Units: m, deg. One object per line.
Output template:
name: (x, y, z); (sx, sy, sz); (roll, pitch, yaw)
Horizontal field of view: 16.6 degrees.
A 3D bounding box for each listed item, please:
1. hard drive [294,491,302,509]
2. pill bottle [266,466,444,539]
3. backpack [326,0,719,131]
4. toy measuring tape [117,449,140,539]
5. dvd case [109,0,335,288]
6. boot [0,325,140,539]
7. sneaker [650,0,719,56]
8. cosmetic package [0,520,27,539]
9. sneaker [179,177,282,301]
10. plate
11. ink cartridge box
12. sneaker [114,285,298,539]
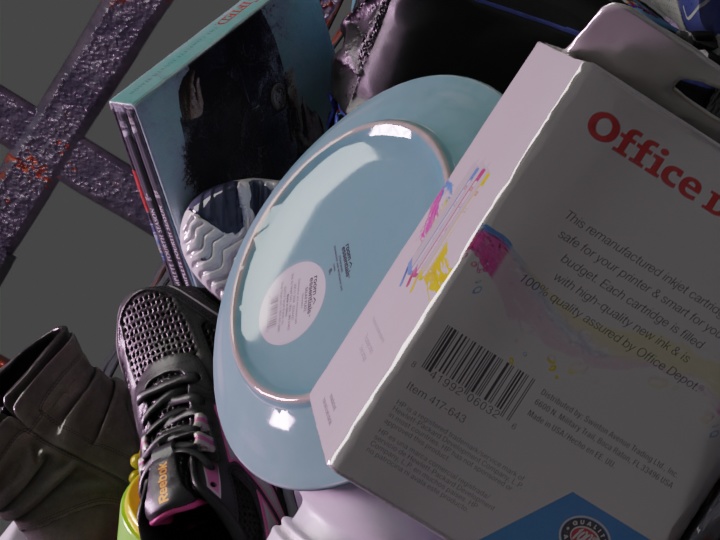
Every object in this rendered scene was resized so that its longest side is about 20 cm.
hard drive: (0.009, 0.074, 1.269); (0.131, 0.026, 0.200); (-8, 29, 17)
pill bottle: (0.038, 0.068, 1.096); (0.200, 0.109, 0.109); (-58, 8, 1)
backpack: (0.070, -0.097, 1.244); (0.200, 0.182, 0.135); (-109, 40, -74)
toy measuring tape: (-0.075, 0.155, 1.248); (0.074, 0.073, 0.200); (-55, 45, 20)
dvd case: (-0.047, -0.033, 1.251); (0.022, 0.201, 0.146); (10, 38, 37)
boot: (-0.125, 0.075, 1.342); (0.200, 0.131, 0.068); (-47, 20, -16)
sneaker: (0.153, -0.175, 1.273); (0.081, 0.115, 0.199); (-57, 8, 13)
cosmetic package: (-0.206, 0.299, 1.514); (0.165, 0.165, 0.200); (-50, 12, 43)
sneaker: (0.000, 0.000, 1.241); (0.130, 0.198, 0.080); (-162, 80, -78)
plate: (-0.003, -0.001, 1.079); (0.200, 0.026, 0.201); (-27, 47, 34)
ink cartridge box: (0.088, 0.011, 0.939); (0.200, 0.128, 0.125); (-57, 9, 5)
sneaker: (-0.072, 0.094, 1.154); (0.080, 0.200, 0.086); (-31, -20, 21)
